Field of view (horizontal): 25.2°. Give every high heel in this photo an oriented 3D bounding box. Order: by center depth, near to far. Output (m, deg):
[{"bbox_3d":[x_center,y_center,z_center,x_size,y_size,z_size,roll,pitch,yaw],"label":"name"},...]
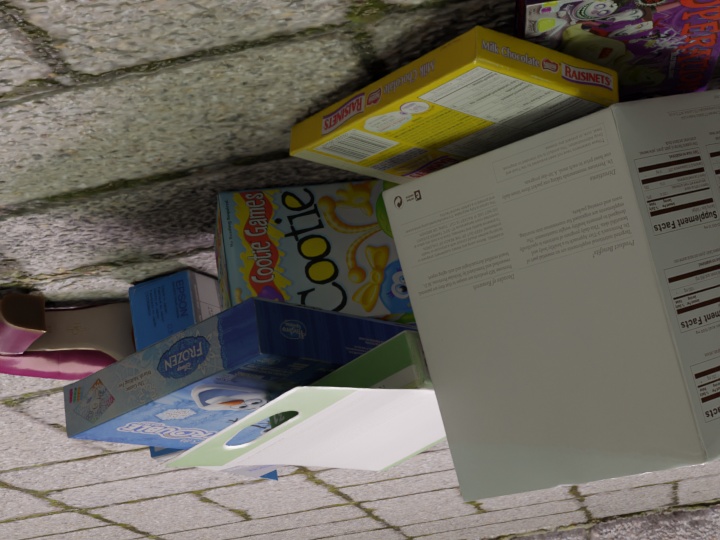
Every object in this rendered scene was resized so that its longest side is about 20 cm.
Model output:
[{"bbox_3d":[-0.233,0.066,1.333,0.200,0.068,0.096,21,143,-33],"label":"high heel"}]

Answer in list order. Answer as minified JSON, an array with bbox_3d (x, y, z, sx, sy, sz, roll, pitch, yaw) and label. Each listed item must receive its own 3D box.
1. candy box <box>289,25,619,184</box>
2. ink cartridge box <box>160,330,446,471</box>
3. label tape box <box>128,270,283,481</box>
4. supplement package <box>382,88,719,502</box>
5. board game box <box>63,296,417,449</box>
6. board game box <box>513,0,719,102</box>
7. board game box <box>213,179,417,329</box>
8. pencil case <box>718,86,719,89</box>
[{"bbox_3d":[0.050,-0.092,0.958,0.102,0.027,0.200,10,163,-31],"label":"candy box"},{"bbox_3d":[-0.012,0.085,1.038,0.200,0.048,0.145,9,149,-42],"label":"ink cartridge box"},{"bbox_3d":[-0.104,0.091,1.341,0.063,0.145,0.200,-18,161,24],"label":"label tape box"},{"bbox_3d":[0.148,0.016,0.973,0.147,0.201,0.191,-12,176,-44],"label":"supplement package"},{"bbox_3d":[-0.069,0.081,1.132,0.199,0.044,0.200,-24,156,38],"label":"board game box"},{"bbox_3d":[0.149,-0.129,0.939,0.120,0.032,0.200,-12,163,1],"label":"board game box"},{"bbox_3d":[0.000,0.000,1.157,0.199,0.103,0.105,-5,163,-8],"label":"board game box"},{"bbox_3d":[0.231,-0.045,1.052,0.088,0.089,0.200,2,143,-29],"label":"pencil case"}]
